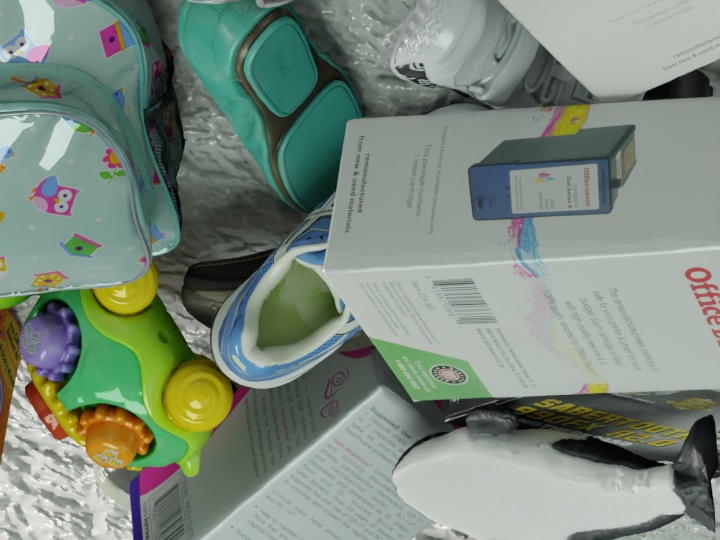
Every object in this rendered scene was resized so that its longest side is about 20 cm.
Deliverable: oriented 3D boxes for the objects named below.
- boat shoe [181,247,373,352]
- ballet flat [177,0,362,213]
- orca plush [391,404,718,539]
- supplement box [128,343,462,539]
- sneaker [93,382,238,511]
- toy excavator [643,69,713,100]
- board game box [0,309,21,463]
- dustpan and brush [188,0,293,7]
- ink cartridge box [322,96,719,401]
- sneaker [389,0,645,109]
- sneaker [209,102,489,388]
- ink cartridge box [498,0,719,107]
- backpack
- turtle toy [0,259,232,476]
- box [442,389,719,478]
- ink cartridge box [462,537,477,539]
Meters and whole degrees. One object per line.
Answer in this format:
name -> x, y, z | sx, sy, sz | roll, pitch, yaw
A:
boat shoe -> 0.000, 0.000, 1.650 | 0.198, 0.074, 0.075 | -1, 157, 5
ballet flat -> -0.048, -0.098, 1.546 | 0.070, 0.067, 0.200 | 39, 170, 26
orca plush -> 0.115, 0.099, 1.605 | 0.199, 0.071, 0.106 | -19, 108, 41
supplement box -> -0.031, 0.121, 1.734 | 0.103, 0.101, 0.200 | 37, 114, -28
sneaker -> -0.061, 0.132, 1.832 | 0.199, 0.075, 0.106 | 23, 141, -10
toy excavator -> 0.182, -0.020, 1.572 | 0.193, 0.101, 0.200 | -4, 153, 21
board game box -> -0.330, 0.083, 1.713 | 0.199, 0.201, 0.200 | 4, 156, 11
dustpan and brush -> -0.020, -0.151, 1.387 | 0.139, 0.058, 0.199 | -26, 166, 40
ink cartridge box -> 0.101, -0.007, 1.411 | 0.199, 0.088, 0.145 | -2, 151, 21
sneaker -> 0.083, -0.106, 1.418 | 0.114, 0.076, 0.200 | 22, -177, 6
sneaker -> 0.005, -0.009, 1.562 | 0.076, 0.200, 0.077 | 44, 179, -3
ink cartridge box -> 0.106, -0.198, 1.326 | 0.125, 0.129, 0.200 | -23, 129, 37
backpack -> -0.184, -0.086, 1.528 | 0.174, 0.154, 0.201 | -5, 125, 3
turtle toy -> -0.152, 0.035, 1.666 | 0.201, 0.101, 0.146 | 57, 176, -2
box -> 0.170, 0.064, 1.628 | 0.199, 0.049, 0.158 | 13, 161, -32
ink cartridge box -> 0.092, 0.246, 1.922 | 0.199, 0.085, 0.146 | -20, 132, 34
